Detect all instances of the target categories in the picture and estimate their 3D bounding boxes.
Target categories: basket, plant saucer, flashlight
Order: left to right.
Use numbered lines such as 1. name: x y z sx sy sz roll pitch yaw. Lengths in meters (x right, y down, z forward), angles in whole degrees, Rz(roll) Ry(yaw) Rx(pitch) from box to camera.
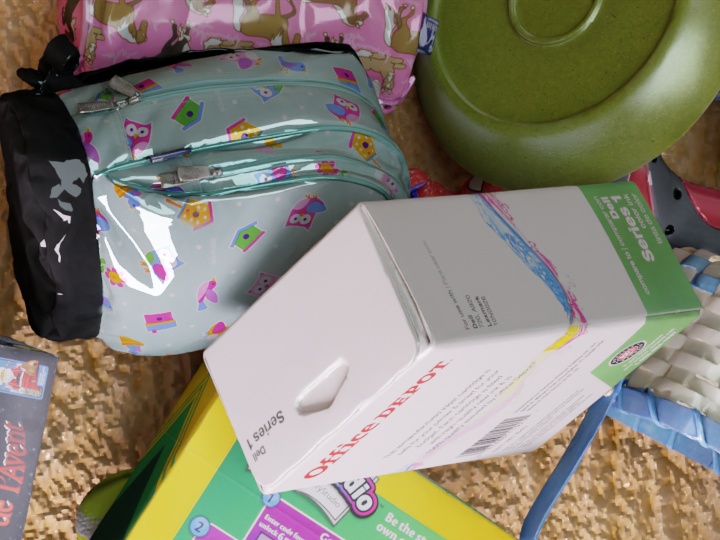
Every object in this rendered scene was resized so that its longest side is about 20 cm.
1. plant saucer: 0.108 -0.139 1.513 0.031 0.199 0.201 34 81 -53
2. flashlight: 0.197 -0.038 1.605 0.199 0.068 0.068 12 54 -19
3. basket: 0.194 0.105 1.566 0.176 0.139 0.201 31 79 -28

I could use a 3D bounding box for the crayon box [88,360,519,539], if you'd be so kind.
1. crayon box: -0.035 0.163 1.472 0.200 0.058 0.173 35 85 -17

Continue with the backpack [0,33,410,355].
1. backpack: -0.076 -0.036 1.451 0.199 0.167 0.127 -10 57 -12

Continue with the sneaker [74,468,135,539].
1. sneaker: -0.052 0.122 1.539 0.199 0.076 0.105 -28 115 -10

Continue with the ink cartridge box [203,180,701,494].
1. ink cartridge box: 0.045 0.031 1.414 0.199 0.145 0.084 -5 62 -44

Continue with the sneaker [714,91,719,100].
1. sneaker: 0.178 -0.126 1.596 0.199 0.078 0.066 -7 113 -36

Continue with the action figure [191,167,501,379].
1. action figure: 0.000 0.000 1.530 0.199 0.099 0.066 -31 102 -16

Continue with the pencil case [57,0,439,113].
1. pencil case: -0.063 -0.133 1.512 0.199 0.087 0.083 4 121 -17

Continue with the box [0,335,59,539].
1. box: -0.201 0.133 1.451 0.037 0.137 0.201 12 89 -17
